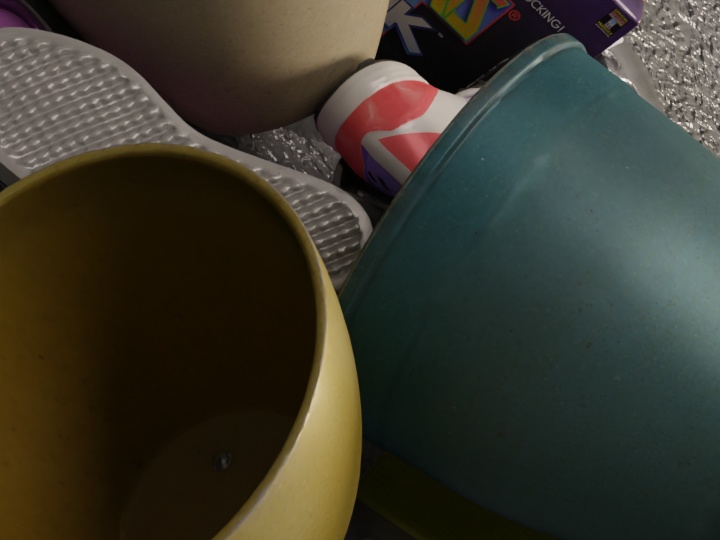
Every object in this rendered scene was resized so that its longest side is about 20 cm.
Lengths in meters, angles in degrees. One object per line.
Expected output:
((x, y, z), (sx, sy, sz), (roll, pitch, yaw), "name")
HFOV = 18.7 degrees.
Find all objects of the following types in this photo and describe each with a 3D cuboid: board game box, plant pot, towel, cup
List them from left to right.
((-0.079, 0.073, 0.860), (0.142, 0.199, 0.201), (54, 23, -52), "plant pot")
((-0.062, -0.152, 1.069), (0.201, 0.199, 0.144), (-69, 144, -51), "cup")
((0.028, -0.165, 1.181), (0.200, 0.165, 0.057), (42, 36, -16), "board game box")
((0.095, 0.123, 1.016), (0.200, 0.018, 0.086), (32, 65, 30), "towel")
((0.111, 0.033, 0.950), (0.188, 0.201, 0.200), (35, 32, 14), "plant pot")

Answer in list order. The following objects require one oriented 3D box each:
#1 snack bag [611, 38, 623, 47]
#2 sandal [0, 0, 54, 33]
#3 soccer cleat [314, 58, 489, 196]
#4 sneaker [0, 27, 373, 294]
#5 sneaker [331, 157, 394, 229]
((0.074, -0.211, 1.400), (0.188, 0.021, 0.201), (-24, 80, -54), "snack bag")
((-0.115, -0.057, 1.020), (0.203, 0.050, 0.083), (44, 38, -17), "sandal")
((0.055, -0.058, 1.113), (0.073, 0.068, 0.200), (53, 24, 23), "soccer cleat")
((-0.093, -0.031, 0.965), (0.199, 0.079, 0.079), (29, 67, 2), "sneaker")
((0.000, 0.000, 1.095), (0.080, 0.087, 0.200), (28, 14, 10), "sneaker")
